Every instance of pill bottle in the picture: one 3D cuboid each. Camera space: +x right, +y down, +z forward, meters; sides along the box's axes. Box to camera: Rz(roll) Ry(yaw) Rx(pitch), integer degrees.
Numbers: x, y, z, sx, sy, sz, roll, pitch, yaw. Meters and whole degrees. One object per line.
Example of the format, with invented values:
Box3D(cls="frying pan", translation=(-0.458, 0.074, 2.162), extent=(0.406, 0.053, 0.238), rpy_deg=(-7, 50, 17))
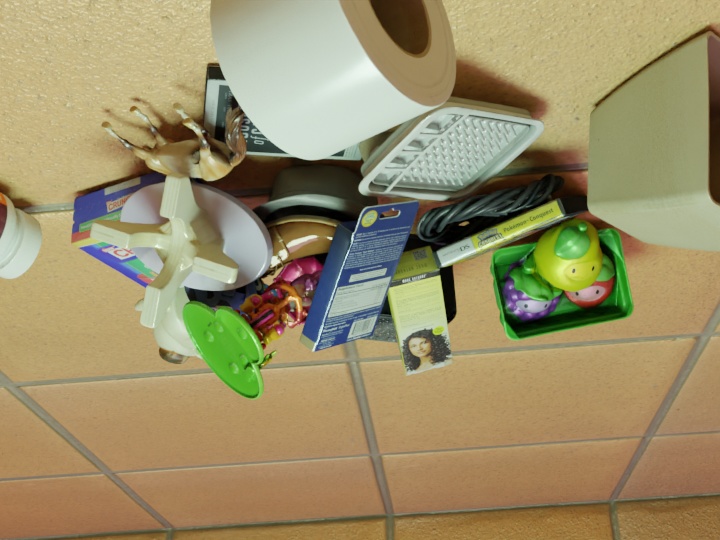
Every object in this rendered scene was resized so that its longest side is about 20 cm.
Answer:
Box3D(cls="pill bottle", translation=(-0.511, -0.065, 1.368), extent=(0.109, 0.110, 0.200), rpy_deg=(-18, 151, 28))

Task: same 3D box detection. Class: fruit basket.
Box3D(cls="fruit basket", translation=(0.293, 0.009, 1.541), extent=(0.215, 0.156, 0.216), rpy_deg=(-11, 180, 0))

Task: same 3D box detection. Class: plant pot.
Box3D(cls="plant pot", translation=(0.377, -0.127, 1.261), extent=(0.200, 0.201, 0.177), rpy_deg=(20, 157, -39))

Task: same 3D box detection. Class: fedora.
Box3D(cls="fedora", translation=(-0.053, -0.080, 1.407), extent=(0.199, 0.091, 0.177), rpy_deg=(12, 150, -14))

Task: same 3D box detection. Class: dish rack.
Box3D(cls="dish rack", translation=(0.103, -0.148, 1.280), extent=(0.200, 0.044, 0.172), rpy_deg=(1, 147, -42))

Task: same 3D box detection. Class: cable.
Box3D(cls="cable", translation=(0.168, -0.076, 1.401), extent=(0.199, 0.051, 0.163), rpy_deg=(-16, 179, -18))

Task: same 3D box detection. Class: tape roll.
Box3D(cls="tape roll", translation=(-0.021, -0.219, 0.995), extent=(0.139, 0.203, 0.202), rpy_deg=(-19, 150, 32))

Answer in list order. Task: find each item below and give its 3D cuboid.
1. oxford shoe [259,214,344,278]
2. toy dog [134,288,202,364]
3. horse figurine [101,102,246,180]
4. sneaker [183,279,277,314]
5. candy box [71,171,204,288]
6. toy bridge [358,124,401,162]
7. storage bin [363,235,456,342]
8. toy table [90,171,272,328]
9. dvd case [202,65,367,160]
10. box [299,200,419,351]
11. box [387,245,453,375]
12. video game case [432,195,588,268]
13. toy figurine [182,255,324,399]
Box3D(cls="oxford shoe", translation=(-0.103, -0.023, 1.351), extent=(0.199, 0.071, 0.071), rpy_deg=(-7, 148, 16))
Box3D(cls="toy dog", translation=(-0.257, 0.082, 1.661), extent=(0.193, 0.140, 0.200), rpy_deg=(-9, 169, -25))
Box3D(cls="horse figurine", translation=(-0.205, -0.144, 1.263), extent=(0.199, 0.050, 0.133), rpy_deg=(1, 150, 32))
Box3D(cls="sneaker", translation=(-0.179, 0.020, 1.461), extent=(0.082, 0.074, 0.200), rpy_deg=(-16, 160, 15))
Box3D(cls="candy box", translation=(-0.263, -0.050, 1.464), extent=(0.169, 0.077, 0.200), rpy_deg=(-14, 152, 20))
Box3D(cls="toy bridge", translation=(0.025, -0.156, 1.286), extent=(0.200, 0.027, 0.067), rpy_deg=(0, 149, -40))
Box3D(cls="storage bin", translation=(0.030, 0.023, 1.579), extent=(0.199, 0.136, 0.094), rpy_deg=(7, 153, -21))
Box3D(cls="toy table", translation=(-0.217, -0.032, 1.285), extent=(0.199, 0.185, 0.117), rpy_deg=(6, -167, 15))
Box3D(cls="dvd case", translation=(-0.084, -0.183, 1.268), extent=(0.199, 0.025, 0.150), rpy_deg=(1, 154, -10))
Box3D(cls="box", translation=(0.000, 0.000, 1.337), extent=(0.121, 0.032, 0.201), rpy_deg=(-11, 128, -51))
Box3D(cls="box", translation=(0.079, 0.059, 1.477), extent=(0.075, 0.050, 0.200), rpy_deg=(-15, 135, 0))
Box3D(cls="video game case", translation=(0.207, -0.054, 1.443), extent=(0.180, 0.026, 0.200), rpy_deg=(-24, 177, 22))
Box3D(cls="toy figurine", translation=(-0.105, 0.045, 1.374), extent=(0.184, 0.150, 0.200), rpy_deg=(-39, 179, -27))
